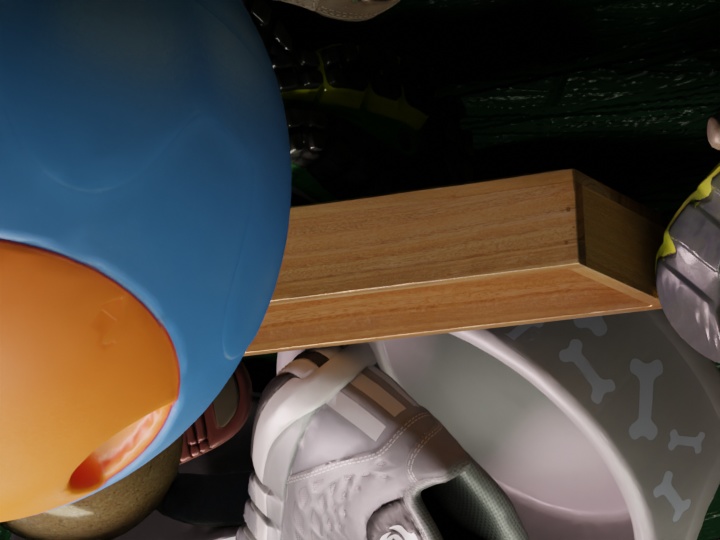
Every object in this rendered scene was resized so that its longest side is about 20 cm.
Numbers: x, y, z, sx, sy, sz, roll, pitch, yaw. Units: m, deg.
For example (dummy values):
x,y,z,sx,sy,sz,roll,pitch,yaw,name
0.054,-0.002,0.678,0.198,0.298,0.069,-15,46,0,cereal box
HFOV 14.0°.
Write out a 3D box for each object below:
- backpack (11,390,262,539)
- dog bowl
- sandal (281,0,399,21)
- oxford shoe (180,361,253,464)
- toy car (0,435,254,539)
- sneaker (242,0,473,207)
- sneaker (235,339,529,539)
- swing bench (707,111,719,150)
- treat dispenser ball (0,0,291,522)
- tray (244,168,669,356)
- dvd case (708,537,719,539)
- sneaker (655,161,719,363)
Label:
x,y,z,sx,sy,sz,roll,pitch,yaw,name
-0.047,0.147,1.385,0.177,0.151,0.200,-21,154,34,backpack
0.053,0.060,1.162,0.200,0.059,0.200,25,144,20,dog bowl
-0.008,-0.098,0.854,0.080,0.057,0.201,12,170,-7,sandal
-0.130,0.063,1.301,0.200,0.071,0.074,-8,176,23,oxford shoe
-0.123,0.060,1.179,0.200,0.165,0.158,-3,158,-18,toy car
-0.054,-0.049,1.024,0.085,0.078,0.200,-22,149,39,sneaker
0.010,0.123,1.144,0.115,0.075,0.200,35,147,24,sneaker
0.241,0.043,1.090,0.200,0.199,0.130,-6,155,13,swing bench
-0.120,-0.025,0.852,0.200,0.201,0.201,-1,156,0,treat dispenser ball
0.000,0.000,1.034,0.200,0.037,0.099,-6,169,24,tray
0.184,0.125,1.012,0.148,0.016,0.200,-13,151,27,dvd case
0.171,-0.059,0.995,0.200,0.074,0.085,-54,169,28,sneaker
